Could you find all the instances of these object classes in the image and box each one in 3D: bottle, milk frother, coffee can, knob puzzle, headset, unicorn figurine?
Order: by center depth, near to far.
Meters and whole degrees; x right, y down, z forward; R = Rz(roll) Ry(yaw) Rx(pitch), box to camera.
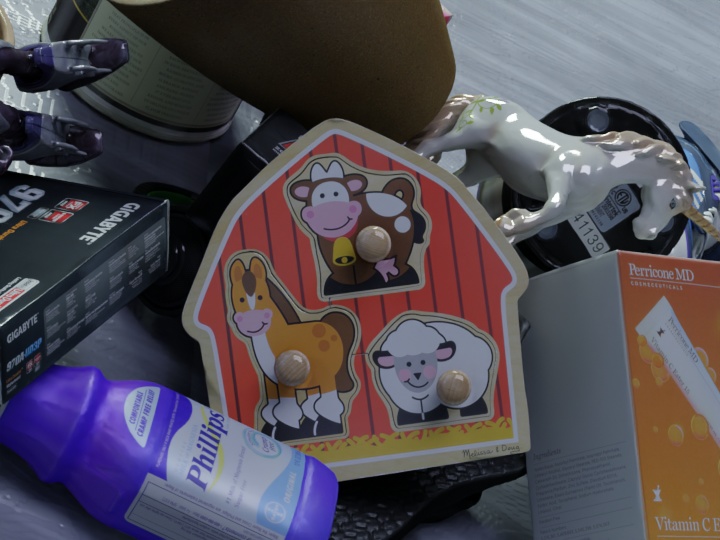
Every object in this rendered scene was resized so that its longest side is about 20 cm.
[{"bbox_3d":[-0.110,0.102,1.341,0.199,0.065,0.084,27,35,-10],"label":"bottle"},{"bbox_3d":[-0.003,0.014,1.406,0.219,0.221,0.030,33,-6,0],"label":"knob puzzle"},{"bbox_3d":[-0.084,0.019,1.504,0.123,0.094,0.200,23,16,-28],"label":"headset"},{"bbox_3d":[0.109,-0.054,1.515,0.200,0.074,0.137,39,63,23],"label":"unicorn figurine"},{"bbox_3d":[0.112,-0.005,1.657,0.188,0.198,0.182,144,-70,-85],"label":"milk frother"},{"bbox_3d":[-0.105,-0.206,1.660,0.145,0.201,0.147,24,31,-15],"label":"coffee can"}]

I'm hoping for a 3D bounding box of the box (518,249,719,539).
[{"bbox_3d":[0.172,0.100,1.488,0.124,0.097,0.202,5,74,-38],"label":"box"}]

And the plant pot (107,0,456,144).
[{"bbox_3d":[-0.030,-0.166,1.506,0.200,0.186,0.187,47,18,-37],"label":"plant pot"}]

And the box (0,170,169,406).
[{"bbox_3d":[-0.214,0.002,1.345,0.158,0.046,0.200,10,24,20],"label":"box"}]

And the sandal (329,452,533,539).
[{"bbox_3d":[0.031,0.120,1.479,0.200,0.048,0.075,-24,62,-41],"label":"sandal"}]

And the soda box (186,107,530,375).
[{"bbox_3d":[0.000,0.000,1.466,0.200,0.063,0.071,40,28,0],"label":"soda box"}]

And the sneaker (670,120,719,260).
[{"bbox_3d":[0.254,-0.033,1.865,0.145,0.081,0.201,16,28,-19],"label":"sneaker"}]

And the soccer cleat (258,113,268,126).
[{"bbox_3d":[-0.021,-0.140,1.647,0.068,0.201,0.073,21,26,6],"label":"soccer cleat"}]

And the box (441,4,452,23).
[{"bbox_3d":[-0.046,-0.206,1.819,0.200,0.095,0.102,44,32,19],"label":"box"}]

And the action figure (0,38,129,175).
[{"bbox_3d":[-0.206,-0.103,1.355,0.069,0.131,0.200,2,-1,27],"label":"action figure"}]

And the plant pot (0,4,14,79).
[{"bbox_3d":[-0.308,-0.131,1.459,0.200,0.093,0.201,23,26,-12],"label":"plant pot"}]
